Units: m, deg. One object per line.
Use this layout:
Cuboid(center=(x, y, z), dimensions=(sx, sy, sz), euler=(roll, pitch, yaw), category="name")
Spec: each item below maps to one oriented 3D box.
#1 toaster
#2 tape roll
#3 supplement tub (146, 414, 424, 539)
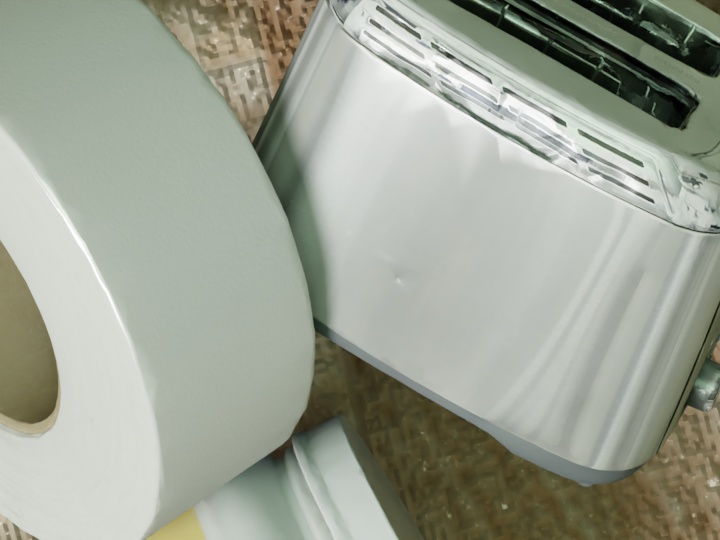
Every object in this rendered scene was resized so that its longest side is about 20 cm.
Cuboid(center=(0.044, -0.035, 0.814), dimensions=(0.200, 0.114, 0.129), euler=(31, 128, 8), category="toaster")
Cuboid(center=(-0.107, -0.008, 0.834), dimensions=(0.071, 0.202, 0.203), euler=(-33, 93, -30), category="tape roll")
Cuboid(center=(-0.063, 0.153, 0.902), dimensions=(0.200, 0.145, 0.146), euler=(-30, 93, 2), category="supplement tub")
